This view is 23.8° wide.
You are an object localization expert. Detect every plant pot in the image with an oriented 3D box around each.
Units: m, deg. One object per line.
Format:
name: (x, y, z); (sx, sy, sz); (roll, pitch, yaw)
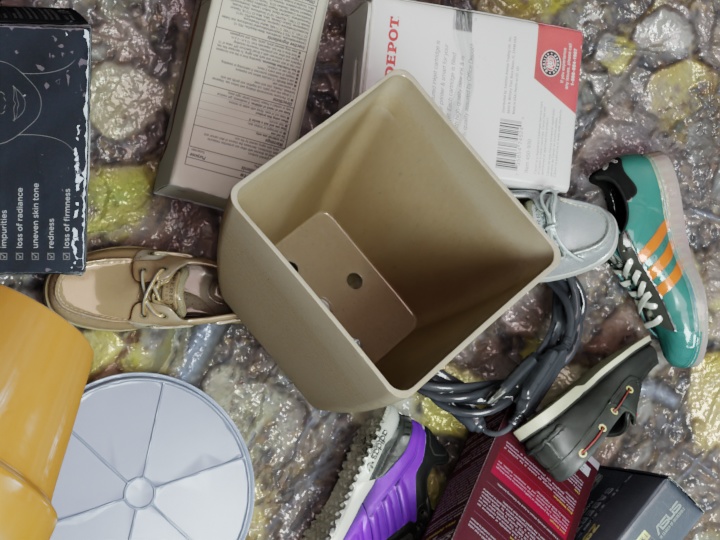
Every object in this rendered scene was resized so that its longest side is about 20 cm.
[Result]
plant pot: (-0.304, 0.114, 1.329); (0.200, 0.200, 0.184); (31, 68, -13)
plant pot: (0.000, 0.000, 1.361); (0.200, 0.177, 0.200); (-39, 86, -31)

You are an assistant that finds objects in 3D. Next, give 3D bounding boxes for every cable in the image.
cable: (0.110, 0.043, 1.499); (0.163, 0.051, 0.200); (28, 62, 13)

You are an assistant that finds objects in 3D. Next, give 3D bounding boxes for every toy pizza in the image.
toy pizza: (-0.187, 0.186, 1.434); (0.199, 0.032, 0.202); (1, 86, -16)

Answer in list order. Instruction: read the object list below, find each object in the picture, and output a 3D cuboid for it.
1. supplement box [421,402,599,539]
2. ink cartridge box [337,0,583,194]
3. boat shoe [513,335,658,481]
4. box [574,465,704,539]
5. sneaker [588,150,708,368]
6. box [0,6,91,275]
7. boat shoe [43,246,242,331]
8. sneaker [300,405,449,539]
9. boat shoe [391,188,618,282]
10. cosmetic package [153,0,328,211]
supplement box: (0.126, 0.207, 1.453); (0.109, 0.061, 0.200); (43, 40, -10)
ink cartridge box: (0.083, -0.149, 1.498); (0.199, 0.083, 0.148); (8, 85, -16)
boat shoe: (0.208, 0.119, 1.497); (0.063, 0.074, 0.201); (52, 42, 4)
box: (0.188, 0.260, 1.473); (0.051, 0.158, 0.200); (43, 78, -10)
sneaker: (0.257, -0.006, 1.553); (0.079, 0.071, 0.201); (-10, 83, -15)
box: (-0.317, -0.104, 1.339); (0.195, 0.124, 0.201); (0, 104, -17)
boat shoe: (-0.164, 0.014, 1.430); (0.199, 0.064, 0.072); (-2, 88, -16)
sneaker: (0.016, 0.222, 1.471); (0.099, 0.070, 0.201); (30, 81, -15)
boat shoe: (0.122, -0.035, 1.471); (0.201, 0.065, 0.075); (5, 75, 4)
cosmetic package: (-0.101, -0.153, 1.444); (0.103, 0.087, 0.201); (15, 83, -16)
